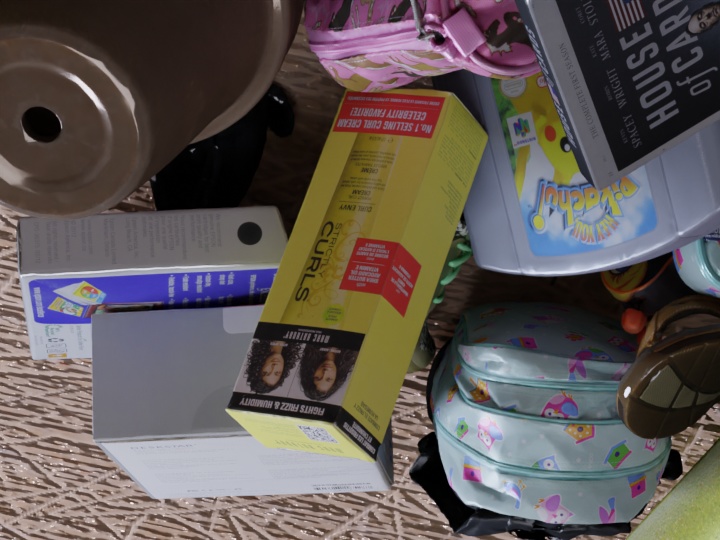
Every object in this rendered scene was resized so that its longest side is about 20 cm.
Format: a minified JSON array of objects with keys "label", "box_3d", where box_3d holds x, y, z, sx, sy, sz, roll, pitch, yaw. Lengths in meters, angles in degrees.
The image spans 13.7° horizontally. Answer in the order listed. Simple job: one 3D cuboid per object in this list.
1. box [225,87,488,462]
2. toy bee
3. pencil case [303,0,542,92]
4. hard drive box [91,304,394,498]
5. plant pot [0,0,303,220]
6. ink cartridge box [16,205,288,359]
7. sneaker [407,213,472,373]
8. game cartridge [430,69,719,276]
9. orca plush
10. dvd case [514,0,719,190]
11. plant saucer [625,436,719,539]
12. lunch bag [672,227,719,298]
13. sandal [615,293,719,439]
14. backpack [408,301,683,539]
[{"label":"box","box_3d":[0.000,0.000,1.600,0.075,0.201,0.050,7,155,33]},{"label":"toy bee","box_3d":[0.184,-0.007,1.708,0.130,0.109,0.200,25,134,-23]},{"label":"pencil case","box_3d":[0.039,-0.134,1.534,0.086,0.083,0.200,18,175,-21]},{"label":"hard drive box","box_3d":[-0.065,0.080,1.768,0.155,0.077,0.200,-3,166,4]},{"label":"plant pot","box_3d":[-0.143,-0.120,1.536,0.199,0.175,0.201,7,125,10]},{"label":"ink cartridge box","box_3d":[-0.096,0.010,1.734,0.199,0.044,0.198,0,164,-4]},{"label":"sneaker","box_3d":[0.041,-0.014,1.744,0.088,0.077,0.201,-10,139,1]},{"label":"game cartridge","box_3d":[0.124,-0.067,1.604,0.199,0.040,0.134,-15,93,47]},{"label":"orca plush","box_3d":[-0.103,-0.056,1.705,0.105,0.071,0.200,21,135,-17]},{"label":"dvd case","box_3d":[0.177,-0.139,1.453,0.199,0.025,0.151,-32,140,-4]},{"label":"plant saucer","box_3d":[0.240,0.107,1.794,0.048,0.200,0.200,43,133,7]},{"label":"lunch bag","box_3d":[0.267,-0.055,1.620,0.199,0.162,0.077,7,179,-4]},{"label":"sandal","box_3d":[0.189,0.039,1.656,0.055,0.200,0.082,44,123,17]},{"label":"backpack","box_3d":[0.108,0.085,1.746,0.166,0.200,0.128,-2,100,3]}]
